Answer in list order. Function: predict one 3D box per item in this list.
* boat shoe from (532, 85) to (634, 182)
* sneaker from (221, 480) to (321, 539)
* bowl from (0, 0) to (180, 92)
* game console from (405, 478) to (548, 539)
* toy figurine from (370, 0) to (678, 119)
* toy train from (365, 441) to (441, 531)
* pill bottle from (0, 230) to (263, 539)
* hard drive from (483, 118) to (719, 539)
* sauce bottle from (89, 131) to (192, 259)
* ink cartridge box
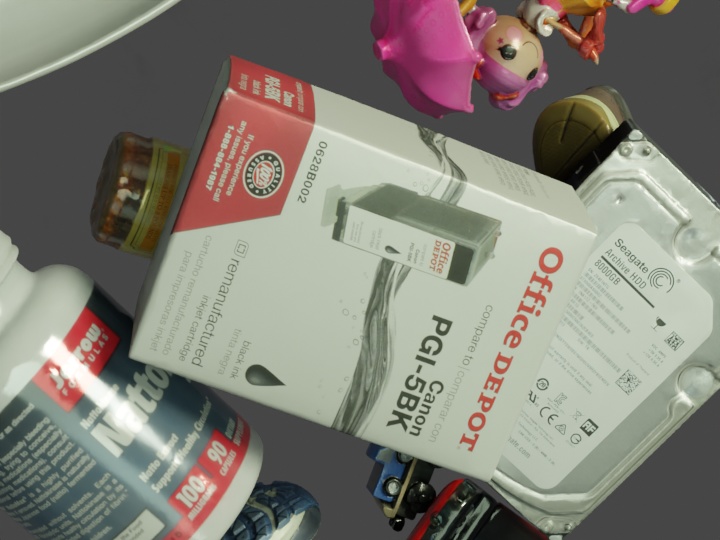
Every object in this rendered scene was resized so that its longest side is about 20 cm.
[{"bbox_3d":[0.150,-0.009,0.979,0.065,0.073,0.202,-33,122,-45],"label":"boat shoe"},{"bbox_3d":[-0.088,0.204,0.950,0.200,0.077,0.085,-45,117,2],"label":"sneaker"},{"bbox_3d":[-0.189,-0.200,0.854,0.198,0.075,0.201,-27,104,-11],"label":"bowl"},{"bbox_3d":[0.046,0.233,0.964,0.118,0.172,0.201,35,87,9],"label":"game console"},{"bbox_3d":[0.092,-0.159,0.931,0.184,0.150,0.199,-47,132,9],"label":"toy figurine"},{"bbox_3d":[0.046,0.053,0.977,0.045,0.034,0.202,19,92,-14],"label":"toy train"},{"bbox_3d":[-0.158,0.069,0.877,0.200,0.120,0.120,44,85,-17],"label":"pill bottle"},{"bbox_3d":[0.128,0.036,0.929,0.140,0.038,0.200,42,102,-10],"label":"hard drive"},{"bbox_3d":[-0.047,-0.020,0.925,0.198,0.066,0.067,14,94,-17],"label":"sauce bottle"},{"bbox_3d":[0.000,0.000,0.849,0.198,0.083,0.148,19,105,-10],"label":"ink cartridge box"}]
